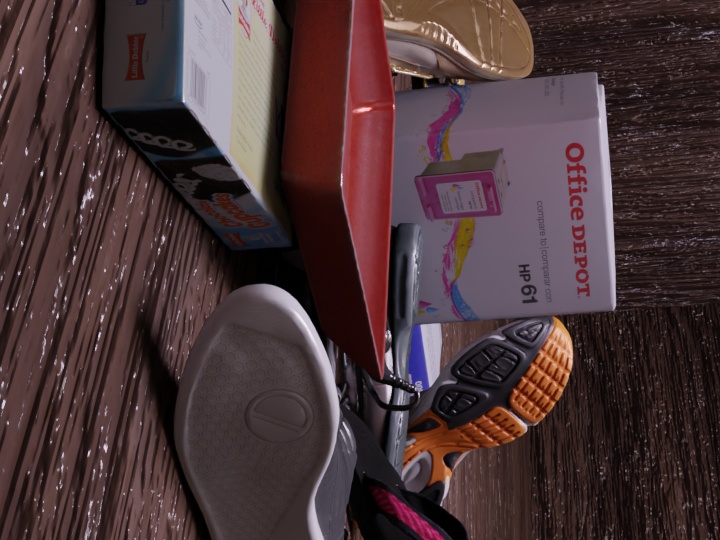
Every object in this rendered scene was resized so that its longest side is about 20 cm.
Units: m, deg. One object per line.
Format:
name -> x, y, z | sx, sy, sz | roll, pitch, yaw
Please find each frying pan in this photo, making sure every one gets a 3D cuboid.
frying pan -> -0.037, 0.003, 0.898 | 0.115, 0.031, 0.191 | -43, 130, -82

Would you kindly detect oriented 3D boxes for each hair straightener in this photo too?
hair straightener -> 0.000, 0.000, 0.942 | 0.077, 0.041, 0.200 | 76, -6, -63

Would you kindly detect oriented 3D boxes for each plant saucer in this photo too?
plant saucer -> -0.010, -0.071, 0.835 | 0.200, 0.037, 0.200 | 78, 12, -58

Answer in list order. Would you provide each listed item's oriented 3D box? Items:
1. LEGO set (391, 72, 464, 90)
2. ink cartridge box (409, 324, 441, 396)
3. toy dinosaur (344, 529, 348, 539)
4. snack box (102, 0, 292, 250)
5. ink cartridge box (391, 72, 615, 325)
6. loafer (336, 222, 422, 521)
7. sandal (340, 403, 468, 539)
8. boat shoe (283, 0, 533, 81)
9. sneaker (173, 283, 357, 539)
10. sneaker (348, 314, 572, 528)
LEGO set -> 0.030, -0.199, 1.132 | 0.154, 0.116, 0.200 | 63, 23, -67
ink cartridge box -> 0.037, 0.034, 1.302 | 0.200, 0.040, 0.200 | -80, 163, -59
toy dinosaur -> 0.005, 0.210, 0.887 | 0.102, 0.077, 0.200 | -106, -173, -52
snack box -> -0.068, -0.092, 0.699 | 0.200, 0.037, 0.116 | 58, 30, -71
ink cartridge box -> 0.072, -0.046, 1.048 | 0.085, 0.199, 0.145 | -79, 162, -62
loafer -> 0.002, 0.067, 1.007 | 0.072, 0.063, 0.201 | -7, 103, -84
sandal -> 0.031, 0.148, 0.899 | 0.075, 0.045, 0.200 | 35, 23, -55
boat shoe -> 0.034, -0.165, 1.030 | 0.200, 0.069, 0.074 | 12, 70, -42
sneaker -> -0.041, 0.066, 0.705 | 0.099, 0.071, 0.200 | -87, 174, -51
sneaker -> 0.064, 0.097, 1.088 | 0.076, 0.200, 0.092 | 44, 10, -14
